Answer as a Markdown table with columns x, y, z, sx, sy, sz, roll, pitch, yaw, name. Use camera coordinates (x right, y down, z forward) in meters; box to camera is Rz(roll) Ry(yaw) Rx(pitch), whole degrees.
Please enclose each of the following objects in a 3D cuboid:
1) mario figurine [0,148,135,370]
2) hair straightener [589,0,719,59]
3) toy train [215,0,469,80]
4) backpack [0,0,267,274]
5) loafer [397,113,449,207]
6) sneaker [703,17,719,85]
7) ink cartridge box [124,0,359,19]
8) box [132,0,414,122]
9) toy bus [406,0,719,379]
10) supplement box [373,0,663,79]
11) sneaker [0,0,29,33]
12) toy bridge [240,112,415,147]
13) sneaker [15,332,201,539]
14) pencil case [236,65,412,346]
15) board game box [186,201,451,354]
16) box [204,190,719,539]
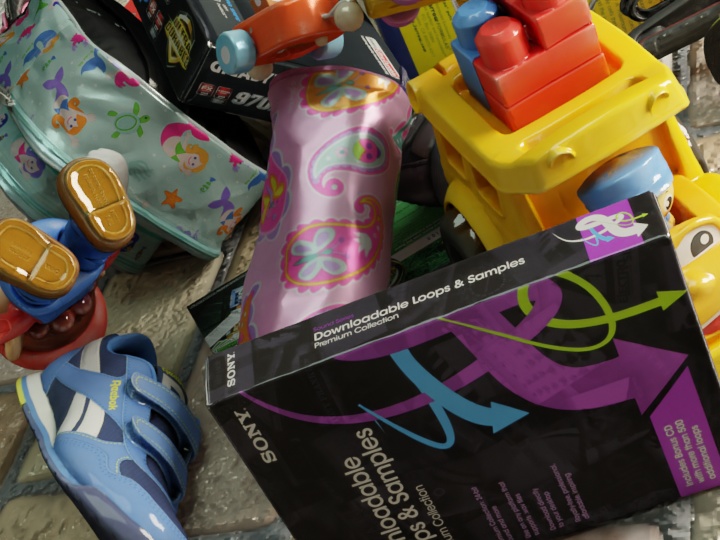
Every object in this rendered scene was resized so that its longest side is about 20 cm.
| x | y | z | sx | sy | sz | roll | pitch | yaw | name |
| --- | --- | --- | --- | --- | --- | --- | --- | --- | --- |
| -0.193 | -0.007 | 0.792 | 0.123 | 0.106 | 0.200 | -4 | -15 | -21 | mario figurine |
| 0.214 | -0.175 | 0.856 | 0.200 | 0.041 | 0.077 | -30 | 52 | 31 | hair straightener |
| 0.025 | -0.155 | 0.738 | 0.199 | 0.056 | 0.150 | -16 | 0 | -29 | toy train |
| -0.157 | -0.088 | 0.917 | 0.151 | 0.177 | 0.200 | -54 | 42 | 1 | backpack |
| 0.068 | -0.108 | 0.848 | 0.063 | 0.072 | 0.200 | 1 | 38 | 30 | loafer |
| 0.294 | -0.142 | 0.783 | 0.199 | 0.074 | 0.081 | -9 | 19 | 25 | sneaker |
| -0.110 | -0.177 | 1.094 | 0.199 | 0.067 | 0.116 | -4 | 40 | 30 | ink cartridge box |
| -0.069 | -0.169 | 0.910 | 0.046 | 0.158 | 0.200 | -57 | 42 | 30 | box |
| 0.109 | -0.053 | 0.665 | 0.135 | 0.192 | 0.200 | -29 | 39 | -6 | toy bus |
| 0.111 | -0.211 | 0.949 | 0.199 | 0.110 | 0.109 | -14 | 36 | 18 | supplement box |
| -0.291 | -0.189 | 1.214 | 0.079 | 0.096 | 0.200 | -9 | 39 | 23 | sneaker |
| -0.018 | -0.104 | 0.964 | 0.199 | 0.027 | 0.067 | 5 | 55 | 35 | toy bridge |
| -0.124 | 0.091 | 0.745 | 0.082 | 0.074 | 0.200 | -31 | 35 | -10 | sneaker |
| -0.018 | -0.010 | 0.735 | 0.087 | 0.087 | 0.201 | -6 | 65 | 29 | pencil case |
| 0.000 | 0.000 | 0.824 | 0.200 | 0.024 | 0.105 | -31 | 33 | -5 | board game box |
| 0.052 | 0.063 | 0.596 | 0.199 | 0.143 | 0.036 | -20 | 35 | 12 | box |
